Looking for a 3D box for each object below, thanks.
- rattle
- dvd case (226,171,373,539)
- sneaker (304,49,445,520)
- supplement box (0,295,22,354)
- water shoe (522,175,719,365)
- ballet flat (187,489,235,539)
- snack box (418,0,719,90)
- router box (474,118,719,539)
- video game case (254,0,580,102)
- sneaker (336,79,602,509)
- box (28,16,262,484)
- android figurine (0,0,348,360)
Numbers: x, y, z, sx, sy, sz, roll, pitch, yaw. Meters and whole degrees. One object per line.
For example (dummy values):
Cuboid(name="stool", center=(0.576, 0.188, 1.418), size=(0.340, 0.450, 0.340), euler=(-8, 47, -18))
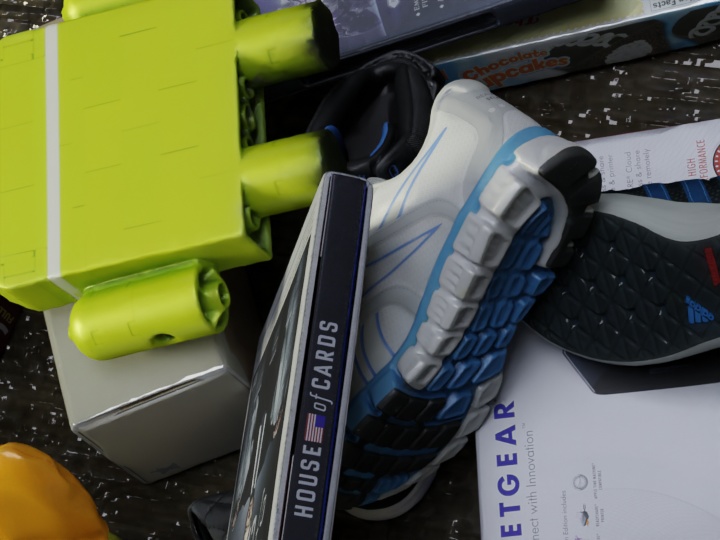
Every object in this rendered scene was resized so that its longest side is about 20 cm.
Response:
Cuboid(name="rattle", center=(-0.154, 0.194, 1.020), size=(0.130, 0.143, 0.201), euler=(32, 75, 7))
Cuboid(name="dvd case", center=(-0.031, 0.084, 0.948), size=(0.025, 0.151, 0.201), euler=(12, 60, -7))
Cuboid(name="sneaker", center=(0.000, 0.000, 1.058), size=(0.072, 0.112, 0.202), euler=(0, 69, 19))
Cuboid(name="supplement box", center=(-0.274, -0.006, 1.151), size=(0.199, 0.109, 0.061), euler=(19, 75, 23))
Cuboid(name="water shoe", center=(0.149, -0.005, 0.988), size=(0.199, 0.079, 0.072), euler=(-1, 106, 38))
Cuboid(name="ballet flat", center=(-0.042, 0.187, 1.021), size=(0.056, 0.067, 0.201), euler=(-2, 59, -4))
Cuboid(name="snack box", center=(0.099, -0.152, 1.128), size=(0.198, 0.037, 0.117), euler=(-11, 64, 14))
Cuboid(name="router box", center=(0.138, 0.039, 1.033), size=(0.178, 0.049, 0.202), euler=(-9, 67, 14))
Cuboid(name="video game case", center=(0.009, -0.157, 1.121), size=(0.199, 0.019, 0.144), euler=(-17, 53, 14))
Cuboid(name="sneaker", center=(0.022, 0.010, 1.000), size=(0.087, 0.075, 0.201), euler=(47, 118, 33))
Cuboid(name="box", center=(-0.104, -0.014, 1.109), size=(0.077, 0.095, 0.201), euler=(-21, 66, 9))
Cuboid(name="android figurine", center=(-0.102, -0.052, 1.042), size=(0.199, 0.041, 0.183), euler=(-14, 66, 20))
